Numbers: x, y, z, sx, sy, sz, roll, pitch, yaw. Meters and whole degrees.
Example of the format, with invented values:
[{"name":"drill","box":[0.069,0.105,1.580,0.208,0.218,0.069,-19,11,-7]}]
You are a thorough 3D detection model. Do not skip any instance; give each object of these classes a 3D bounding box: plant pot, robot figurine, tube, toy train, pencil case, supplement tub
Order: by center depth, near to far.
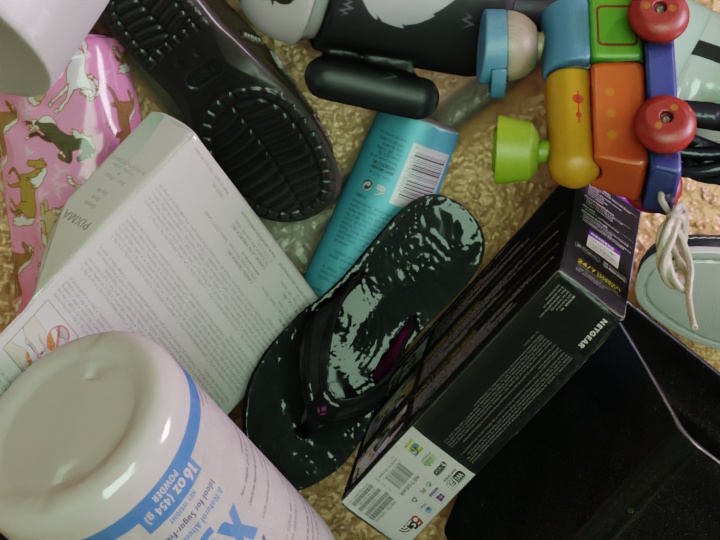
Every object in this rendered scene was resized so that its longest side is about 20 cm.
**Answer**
[{"name":"supplement tub","box":[-0.107,0.138,1.485,0.132,0.132,0.200,-43,129,-3]},{"name":"toy train","box":[0.123,-0.061,1.488,0.116,0.085,0.200,0,63,0]},{"name":"robot figurine","box":[0.024,-0.181,1.578,0.200,0.150,0.125,9,133,-9]},{"name":"plant pot","box":[0.167,0.158,1.583,0.199,0.200,0.177,36,104,-26]},{"name":"pencil case","box":[-0.168,-0.040,1.584,0.083,0.086,0.200,-13,98,-45]},{"name":"tube","box":[0.000,0.000,1.632,0.077,0.050,0.200,21,96,-7]}]

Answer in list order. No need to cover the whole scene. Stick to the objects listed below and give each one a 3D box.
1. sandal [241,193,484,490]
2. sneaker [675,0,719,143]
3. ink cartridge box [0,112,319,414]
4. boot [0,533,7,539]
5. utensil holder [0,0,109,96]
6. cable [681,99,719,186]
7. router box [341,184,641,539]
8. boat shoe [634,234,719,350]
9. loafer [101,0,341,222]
[{"name":"sandal","box":[-0.001,0.037,1.570,0.075,0.048,0.201,36,78,-6]},{"name":"sneaker","box":[0.188,-0.065,1.636,0.118,0.074,0.201,14,91,-5]},{"name":"ink cartridge box","box":[-0.132,0.035,1.542,0.200,0.050,0.161,-46,130,-13]},{"name":"boot","box":[-0.139,0.164,1.613,0.132,0.070,0.200,31,93,-14]},{"name":"utensil holder","box":[-0.189,-0.220,1.492,0.170,0.170,0.200,32,74,-9]},{"name":"cable","box":[0.235,-0.144,1.585,0.200,0.051,0.163,-32,83,-6]},{"name":"router box","box":[0.077,0.047,1.556,0.051,0.149,0.200,37,116,-9]},{"name":"boat shoe","box":[0.258,0.010,1.656,0.200,0.060,0.076,15,128,-17]},{"name":"loafer","box":[-0.074,-0.116,1.594,0.073,0.071,0.200,-24,119,20]}]
